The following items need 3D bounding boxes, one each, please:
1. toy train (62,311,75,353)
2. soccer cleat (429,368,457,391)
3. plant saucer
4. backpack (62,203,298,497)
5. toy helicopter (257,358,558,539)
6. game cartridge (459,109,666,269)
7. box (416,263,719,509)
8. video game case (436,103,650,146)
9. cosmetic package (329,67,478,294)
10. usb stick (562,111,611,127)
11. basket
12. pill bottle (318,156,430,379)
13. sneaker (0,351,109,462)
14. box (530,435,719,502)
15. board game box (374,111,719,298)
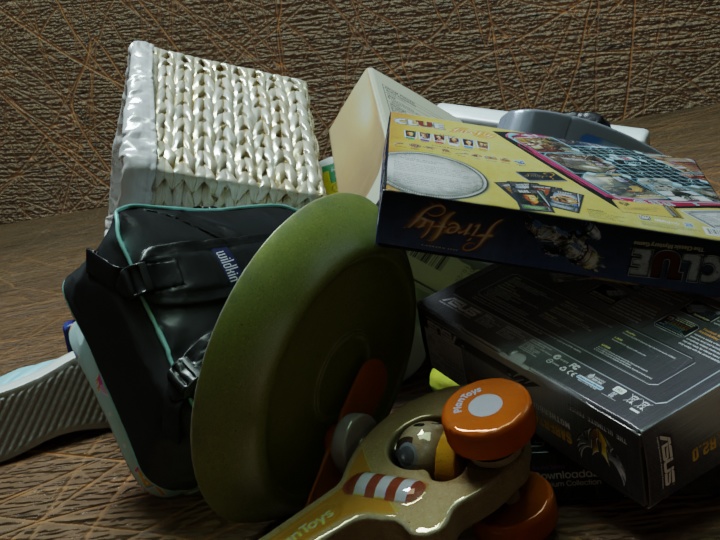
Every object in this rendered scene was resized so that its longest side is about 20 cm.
[{"bbox_3d":[-0.172,0.060,1.055,0.198,0.086,0.116,-14,15,-18],"label":"toy train"},{"bbox_3d":[0.142,0.051,0.775,0.198,0.085,0.065,-7,11,18],"label":"soccer cleat"},{"bbox_3d":[-0.020,0.056,0.645,0.031,0.202,0.199,20,25,28],"label":"plant saucer"},{"bbox_3d":[-0.084,0.048,0.757,0.199,0.177,0.153,-15,-24,-42],"label":"backpack"},{"bbox_3d":[-0.003,0.117,0.587,0.199,0.080,0.132,-29,31,-19],"label":"toy helicopter"},{"bbox_3d":[0.176,-0.031,0.809,0.198,0.135,0.040,23,-16,-17],"label":"game cartridge"},{"bbox_3d":[0.151,0.038,0.646,0.157,0.049,0.200,-25,29,-24],"label":"box"},{"bbox_3d":[0.172,-0.067,1.043,0.198,0.183,0.023,11,50,26],"label":"video game case"},{"bbox_3d":[0.039,-0.072,0.883,0.104,0.071,0.201,27,25,-19],"label":"cosmetic package"},{"bbox_3d":[0.217,-0.051,0.978,0.055,0.201,0.033,17,55,46],"label":"usb stick"},{"bbox_3d":[-0.128,-0.049,0.924,0.159,0.200,0.201,7,36,-14],"label":"basket"},{"bbox_3d":[0.000,0.000,0.948,0.111,0.114,0.201,-10,40,0],"label":"pill bottle"},{"bbox_3d":[-0.250,0.099,0.941,0.198,0.075,0.082,-14,14,-25],"label":"sneaker"},{"bbox_3d":[0.160,0.093,0.670,0.198,0.037,0.143,-8,11,17],"label":"box"},{"bbox_3d":[0.110,-0.042,0.656,0.198,0.035,0.136,9,26,-1],"label":"board game box"}]
